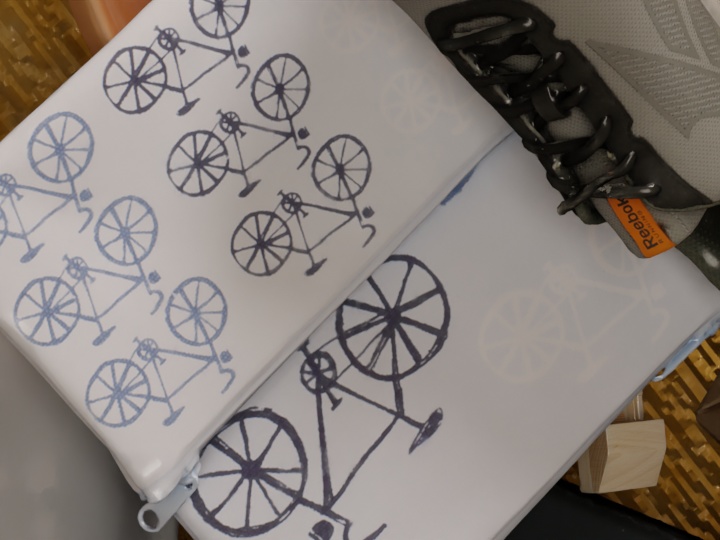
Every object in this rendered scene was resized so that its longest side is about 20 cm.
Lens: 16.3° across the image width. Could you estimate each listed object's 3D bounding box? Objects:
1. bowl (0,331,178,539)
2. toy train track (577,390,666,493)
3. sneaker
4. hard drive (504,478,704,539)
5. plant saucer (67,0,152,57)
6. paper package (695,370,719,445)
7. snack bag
[{"bbox_3d":[-0.156,0.070,0.747,0.200,0.090,0.203,0,77,1],"label":"bowl"},{"bbox_3d":[0.079,-0.032,0.777,0.114,0.032,0.202,-3,89,-32],"label":"toy train track"},{"bbox_3d":[0.068,-0.054,0.691,0.200,0.074,0.080,28,68,-35],"label":"sneaker"},{"bbox_3d":[0.059,0.172,0.787,0.139,0.033,0.201,21,94,30],"label":"hard drive"},{"bbox_3d":[-0.016,-0.122,0.750,0.199,0.037,0.202,-8,102,-41],"label":"plant saucer"},{"bbox_3d":[0.236,0.027,0.747,0.199,0.104,0.191,24,103,-25],"label":"paper package"},{"bbox_3d":[0.000,0.000,0.715,0.189,0.021,0.200,-44,110,-18],"label":"snack bag"}]
